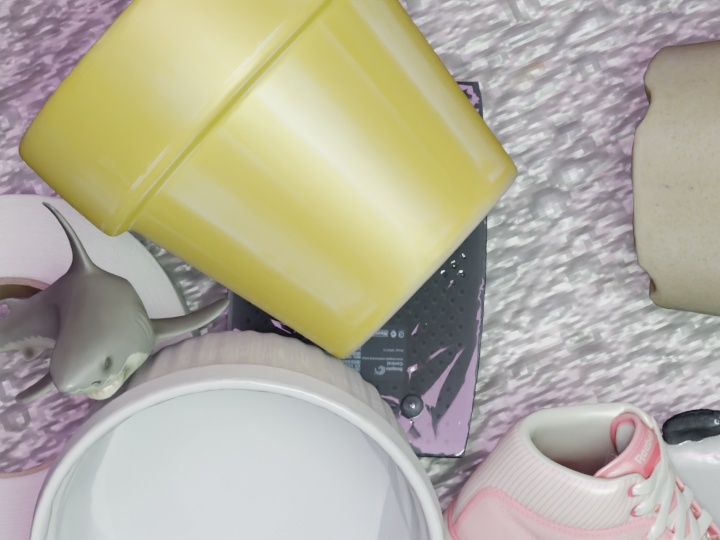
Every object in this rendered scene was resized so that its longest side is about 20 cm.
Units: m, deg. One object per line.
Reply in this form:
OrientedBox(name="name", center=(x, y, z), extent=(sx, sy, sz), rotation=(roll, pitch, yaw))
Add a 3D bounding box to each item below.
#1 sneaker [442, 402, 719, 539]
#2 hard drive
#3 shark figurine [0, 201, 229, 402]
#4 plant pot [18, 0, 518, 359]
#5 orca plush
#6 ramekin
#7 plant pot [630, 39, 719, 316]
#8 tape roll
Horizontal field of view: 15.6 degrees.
OrientedBox(name="sneaker", center=(0.146, 0.131, 1.277), extent=(0.200, 0.075, 0.105), rotation=(22, 126, -4))
OrientedBox(name="hard drive", center=(0.000, 0.000, 1.382), extent=(0.135, 0.042, 0.200), rotation=(1, 78, 7))
OrientedBox(name="shark figurine", center=(-0.158, 0.012, 1.318), extent=(0.128, 0.214, 0.090), rotation=(-31, 106, -32))
OrientedBox(name="plant pot", center=(-0.034, -0.065, 1.289), extent=(0.189, 0.201, 0.201), rotation=(44, 86, -2))
OrientedBox(name="orca plush", center=(0.205, 0.086, 1.322), extent=(0.200, 0.071, 0.105), rotation=(-25, 116, 29))
OrientedBox(name="ramekin", center=(-0.058, 0.125, 1.297), extent=(0.200, 0.105, 0.201), rotation=(0, 111, 0))
OrientedBox(name="plant pot", center=(0.236, -0.046, 1.302), extent=(0.183, 0.200, 0.201), rotation=(2, 78, 19))
OrientedBox(name="tape roll", center=(-0.183, 0.059, 1.395), extent=(0.202, 0.037, 0.203), rotation=(-2, 78, 7))
